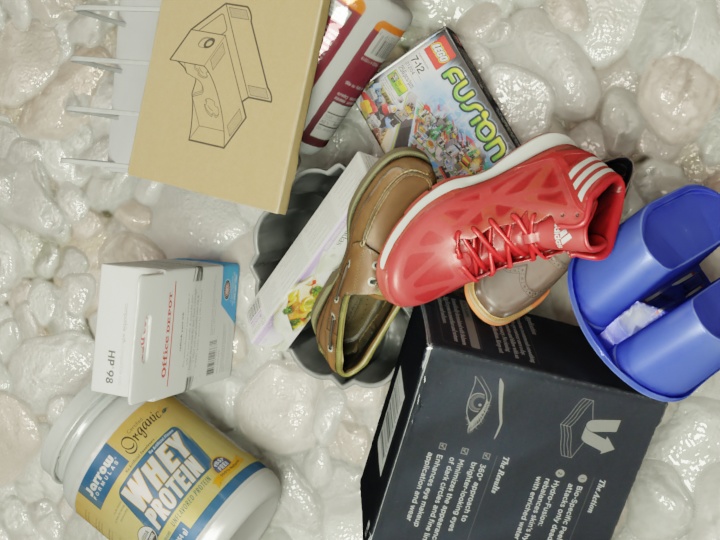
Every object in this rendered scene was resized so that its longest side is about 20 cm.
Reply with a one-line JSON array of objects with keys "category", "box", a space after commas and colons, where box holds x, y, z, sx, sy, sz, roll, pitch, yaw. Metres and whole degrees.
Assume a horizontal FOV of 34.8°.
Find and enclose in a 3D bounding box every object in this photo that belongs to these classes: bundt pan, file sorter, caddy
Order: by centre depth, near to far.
[{"category": "caddy", "box": [0.246, 0.020, 0.911, 0.142, 0.199, 0.105, 55, 131, 12]}, {"category": "bundt pan", "box": [0.000, 0.000, 1.040, 0.200, 0.076, 0.205, 8, 106, 29]}, {"category": "file sorter", "box": [-0.198, -0.192, 1.090, 0.137, 0.124, 0.203, 7, 94, 17]}]

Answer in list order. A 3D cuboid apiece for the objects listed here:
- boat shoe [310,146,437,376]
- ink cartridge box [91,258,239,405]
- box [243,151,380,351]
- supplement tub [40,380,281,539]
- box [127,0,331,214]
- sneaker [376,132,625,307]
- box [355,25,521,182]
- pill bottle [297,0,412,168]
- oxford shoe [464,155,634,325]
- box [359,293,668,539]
[{"category": "boat shoe", "box": [0.019, -0.001, 0.930, 0.071, 0.068, 0.202, 6, 126, -20]}, {"category": "ink cartridge box", "box": [-0.185, 0.050, 1.055, 0.066, 0.200, 0.118, 7, 94, 18]}, {"category": "box", "box": [-0.035, -0.012, 0.983, 0.201, 0.038, 0.042, -53, 39, 29]}, {"category": "supplement tub", "box": [-0.189, 0.200, 1.091, 0.199, 0.144, 0.146, 35, 102, 14]}, {"category": "box", "box": [-0.113, -0.163, 0.978, 0.162, 0.021, 0.203, 15, 96, 25]}, {"category": "sneaker", "box": [0.111, -0.030, 0.860, 0.199, 0.115, 0.079, -38, 121, -9]}, {"category": "box", "box": [0.086, -0.106, 1.045, 0.109, 0.035, 0.202, -33, 82, 18]}, {"category": "pill bottle", "box": [-0.053, -0.178, 1.024, 0.114, 0.114, 0.201, 41, 106, 13]}, {"category": "oxford shoe", "box": [0.156, -0.033, 0.943, 0.071, 0.200, 0.073, 44, 148, 0]}, {"category": "box", "box": [0.117, 0.144, 0.948, 0.197, 0.118, 0.199, 14, 111, -7]}]
